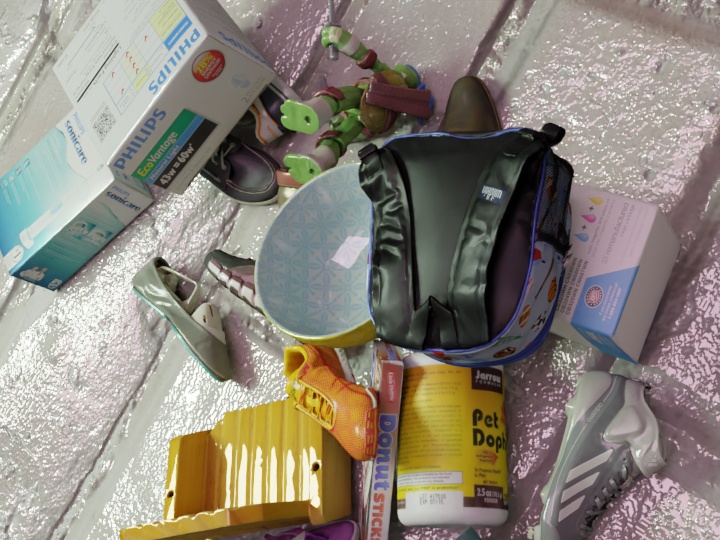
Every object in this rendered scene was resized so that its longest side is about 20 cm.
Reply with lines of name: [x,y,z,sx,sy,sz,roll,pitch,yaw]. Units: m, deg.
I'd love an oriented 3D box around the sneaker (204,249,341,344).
sneaker: [-0.080,0.003,1.121,0.199,0.076,0.116,34,87,21]

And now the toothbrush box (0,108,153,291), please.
toothbrush box: [-0.396,-0.096,1.303,0.200,0.085,0.147,-41,60,12]

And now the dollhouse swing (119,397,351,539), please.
dollhouse swing: [-0.136,0.201,1.007,0.198,0.176,0.184,-15,58,24]

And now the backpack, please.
backpack: [0.091,-0.014,0.836,0.198,0.154,0.193,0,70,38]

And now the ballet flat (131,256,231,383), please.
ballet flat: [-0.207,0.051,1.171,0.064,0.067,0.200,-48,59,-1]

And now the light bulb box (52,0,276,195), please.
light bulb box: [-0.238,-0.237,1.156,0.198,0.124,0.201,-47,55,16]

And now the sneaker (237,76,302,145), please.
sneaker: [-0.156,-0.237,1.222,0.079,0.078,0.200,-46,61,2]

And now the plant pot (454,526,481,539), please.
plant pot: [0.082,0.358,0.857,0.201,0.200,0.161,-47,74,8]

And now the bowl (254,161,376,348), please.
bowl: [0.000,0.000,1.010,0.198,0.108,0.202,-16,56,24]

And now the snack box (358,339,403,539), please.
snack box: [0.020,0.177,0.968,0.024,0.072,0.203,3,102,-6]

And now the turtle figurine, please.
turtle figurine: [-0.034,-0.196,1.097,0.200,0.194,0.144,43,140,1]

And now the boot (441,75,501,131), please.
boot: [0.105,-0.131,1.039,0.074,0.097,0.203,-6,73,26]

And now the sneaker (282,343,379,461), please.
sneaker: [-0.032,0.133,0.958,0.200,0.076,0.074,-141,54,-64]

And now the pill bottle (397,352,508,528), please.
pill bottle: [0.089,0.149,0.957,0.108,0.109,0.203,-8,72,26]

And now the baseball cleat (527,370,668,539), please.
baseball cleat: [0.223,0.194,0.895,0.105,0.070,0.203,9,80,30]

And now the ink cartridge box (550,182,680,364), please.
ink cartridge box: [0.186,-0.012,0.944,0.198,0.125,0.130,19,84,30]

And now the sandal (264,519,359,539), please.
sandal: [-0.092,0.304,1.017,0.201,0.050,0.083,-27,25,24]

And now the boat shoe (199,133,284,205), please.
boat shoe: [-0.177,-0.139,1.211,0.199,0.063,0.073,28,90,32]

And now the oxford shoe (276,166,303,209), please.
oxford shoe: [-0.007,-0.073,1.113,0.198,0.070,0.076,12,107,29]
